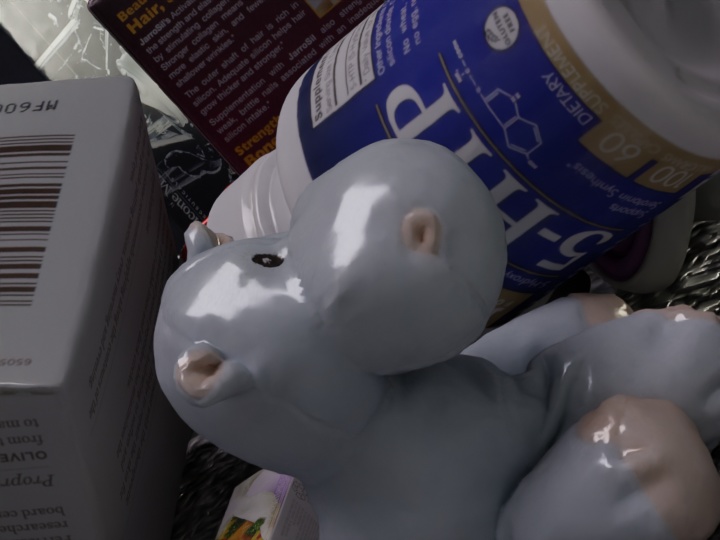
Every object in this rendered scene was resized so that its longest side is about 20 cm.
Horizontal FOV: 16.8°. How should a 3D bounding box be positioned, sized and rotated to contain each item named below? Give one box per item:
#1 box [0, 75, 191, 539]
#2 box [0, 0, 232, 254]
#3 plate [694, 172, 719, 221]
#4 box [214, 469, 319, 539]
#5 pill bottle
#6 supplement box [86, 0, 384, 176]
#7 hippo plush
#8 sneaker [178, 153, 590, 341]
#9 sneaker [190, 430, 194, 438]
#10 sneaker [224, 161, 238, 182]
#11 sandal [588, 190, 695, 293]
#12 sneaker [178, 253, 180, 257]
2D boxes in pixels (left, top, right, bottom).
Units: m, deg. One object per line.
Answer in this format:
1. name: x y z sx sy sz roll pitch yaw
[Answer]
1. box: -0.182 0.048 1.001 0.199 0.172 0.199 -4 40 8
2. box: -0.139 -0.102 1.340 0.104 0.200 0.182 -28 22 39
3. plate: 0.141 -0.115 0.978 0.199 0.032 0.201 -3 65 68
4. box: -0.042 0.138 0.867 0.039 0.041 0.200 -34 19 27
5. pill bottle: 0.040 -0.045 0.876 0.200 0.120 0.120 -38 15 34
6. supplement box: -0.017 -0.090 1.104 0.110 0.200 0.086 -39 16 8
7. hippo plush: 0.008 0.037 0.795 0.200 0.161 0.159 -37 17 15
8. sneaker: -0.001 0.001 1.002 0.067 0.108 0.201 -50 19 -28
9. sneaker: -0.133 0.123 1.090 0.092 0.076 0.200 18 52 43
10. sneaker: 0.008 -0.102 1.280 0.200 0.088 0.076 -50 18 -28
11. sandal: 0.070 -0.052 0.971 0.203 0.050 0.083 -142 59 -61
12. sneaker: -0.124 0.055 1.218 0.199 0.081 0.115 -38 12 -12
